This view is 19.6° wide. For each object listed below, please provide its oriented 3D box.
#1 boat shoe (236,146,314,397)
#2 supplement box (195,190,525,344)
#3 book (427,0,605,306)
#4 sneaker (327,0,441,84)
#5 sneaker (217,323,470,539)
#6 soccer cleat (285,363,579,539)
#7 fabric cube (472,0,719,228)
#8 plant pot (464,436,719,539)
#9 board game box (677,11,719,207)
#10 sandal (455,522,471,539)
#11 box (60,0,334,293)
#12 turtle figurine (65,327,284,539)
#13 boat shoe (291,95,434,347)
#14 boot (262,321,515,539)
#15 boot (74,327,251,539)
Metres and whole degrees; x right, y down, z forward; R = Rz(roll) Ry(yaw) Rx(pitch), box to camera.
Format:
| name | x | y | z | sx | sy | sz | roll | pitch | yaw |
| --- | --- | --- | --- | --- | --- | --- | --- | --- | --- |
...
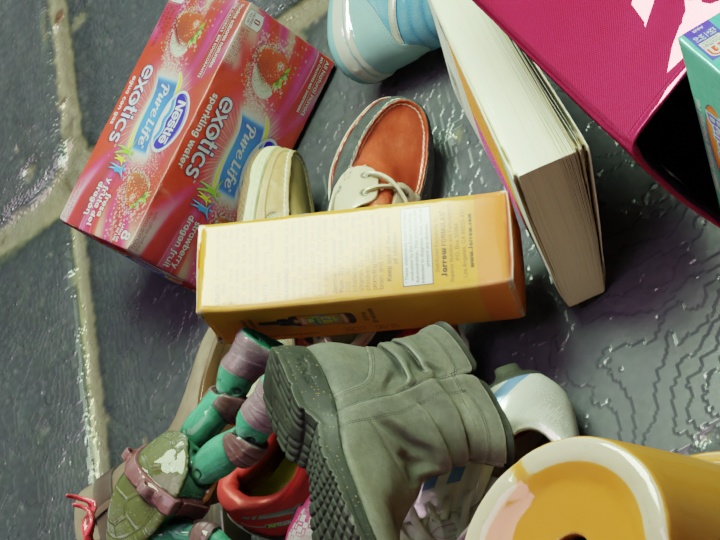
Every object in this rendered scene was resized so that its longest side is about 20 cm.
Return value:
| name | x | y | z | sx | sy | sz | roll | pitch | yaw |
| --- | --- | --- | --- | --- | --- | --- | --- | --- | --- |
| boat shoe | -0.039 | 0.007 | 1.429 | 0.076 | 0.072 | 0.201 | -10 | 71 | 26 |
| supplement box | 0.000 | 0.000 | 1.297 | 0.199 | 0.067 | 0.069 | -7 | 68 | 9 |
| book | 0.092 | -0.090 | 1.305 | 0.048 | 0.134 | 0.201 | -23 | 50 | -2 |
| sneaker | 0.046 | -0.237 | 1.468 | 0.130 | 0.079 | 0.201 | -13 | 69 | 40 |
| sneaker | -0.011 | 0.101 | 1.330 | 0.200 | 0.085 | 0.077 | -45 | 45 | 15 |
| soccer cleat | 0.044 | 0.136 | 1.250 | 0.199 | 0.070 | 0.087 | -35 | 46 | 7 |
| fabric cube | 0.210 | -0.152 | 1.181 | 0.200 | 0.196 | 0.199 | -51 | 44 | 10 |
| plant pot | 0.152 | 0.174 | 1.066 | 0.199 | 0.183 | 0.201 | -21 | 55 | 34 |
| board game box | 0.269 | -0.106 | 1.082 | 0.199 | 0.153 | 0.045 | -32 | 45 | -7 |
| sandal | 0.039 | 0.197 | 1.150 | 0.082 | 0.050 | 0.203 | 15 | 62 | 42 |
| box | -0.118 | -0.095 | 1.525 | 0.095 | 0.100 | 0.201 | 22 | 83 | 47 |
| turtle figurine | -0.102 | 0.139 | 1.286 | 0.201 | 0.100 | 0.150 | -55 | 45 | 15 |
| boat shoe | 0.006 | -0.028 | 1.377 | 0.063 | 0.071 | 0.201 | 133 | 157 | -72 |
| boot | 0.032 | 0.109 | 1.171 | 0.068 | 0.130 | 0.201 | 106 | 150 | -47 |
| boot | -0.136 | 0.141 | 1.438 | 0.146 | 0.070 | 0.201 | -21 | 54 | 36 |
